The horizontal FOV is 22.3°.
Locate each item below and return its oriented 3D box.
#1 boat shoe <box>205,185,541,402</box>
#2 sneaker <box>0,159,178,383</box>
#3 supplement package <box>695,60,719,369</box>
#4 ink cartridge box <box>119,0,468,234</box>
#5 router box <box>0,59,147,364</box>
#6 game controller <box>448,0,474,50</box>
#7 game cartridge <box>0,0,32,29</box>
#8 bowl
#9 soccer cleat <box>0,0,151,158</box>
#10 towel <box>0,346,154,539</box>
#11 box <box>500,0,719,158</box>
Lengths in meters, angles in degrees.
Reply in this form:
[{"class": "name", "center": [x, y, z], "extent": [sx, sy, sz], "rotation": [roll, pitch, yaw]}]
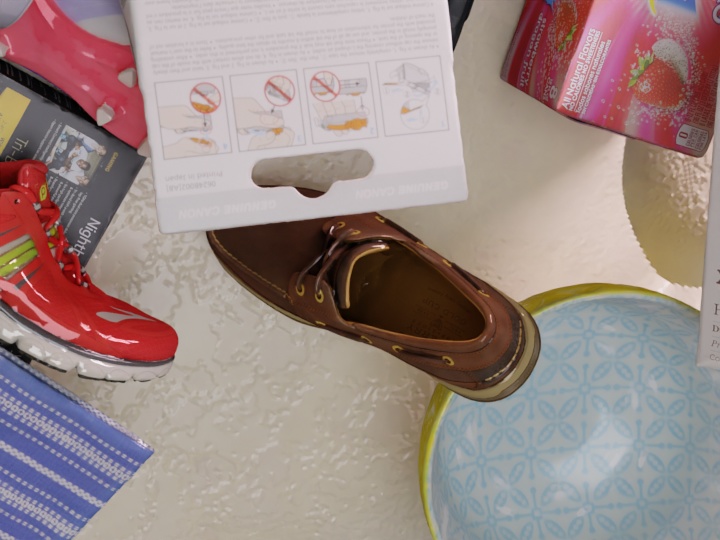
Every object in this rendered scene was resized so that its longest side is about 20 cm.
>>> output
[{"class": "boat shoe", "center": [0.000, 0.001, 0.954], "extent": [0.199, 0.068, 0.072], "rotation": [26, 83, 24]}, {"class": "sneaker", "center": [-0.168, -0.010, 0.903], "extent": [0.199, 0.077, 0.085], "rotation": [30, 91, -22]}, {"class": "supplement package", "center": [0.287, -0.047, 0.922], "extent": [0.190, 0.147, 0.202], "rotation": [12, 114, 28]}, {"class": "ink cartridge box", "center": [-0.037, -0.124, 0.907], "extent": [0.159, 0.047, 0.202], "rotation": [-7, 87, -13]}, {"class": "router box", "center": [-0.228, -0.018, 0.951], "extent": [0.157, 0.052, 0.201], "rotation": [29, 97, -20]}, {"class": "game controller", "center": [0.027, -0.202, 0.976], "extent": [0.104, 0.042, 0.201], "rotation": [19, 100, -5]}, {"class": "game cartridge", "center": [-0.174, -0.210, 0.822], "extent": [0.133, 0.041, 0.201], "rotation": [4, 116, -44]}, {"class": "bowl", "center": [0.118, 0.092, 1.040], "extent": [0.198, 0.108, 0.202], "rotation": [-4, 107, -13]}, {"class": "soccer cleat", "center": [-0.155, -0.134, 0.938], "extent": [0.200, 0.077, 0.067], "rotation": [38, 117, -4]}, {"class": "towel", "center": [-0.220, 0.125, 0.913], "extent": [0.144, 0.024, 0.200], "rotation": [36, 106, -28]}, {"class": "box", "center": [0.160, -0.174, 0.980], "extent": [0.095, 0.100, 0.201], "rotation": [15, 102, -18]}]
